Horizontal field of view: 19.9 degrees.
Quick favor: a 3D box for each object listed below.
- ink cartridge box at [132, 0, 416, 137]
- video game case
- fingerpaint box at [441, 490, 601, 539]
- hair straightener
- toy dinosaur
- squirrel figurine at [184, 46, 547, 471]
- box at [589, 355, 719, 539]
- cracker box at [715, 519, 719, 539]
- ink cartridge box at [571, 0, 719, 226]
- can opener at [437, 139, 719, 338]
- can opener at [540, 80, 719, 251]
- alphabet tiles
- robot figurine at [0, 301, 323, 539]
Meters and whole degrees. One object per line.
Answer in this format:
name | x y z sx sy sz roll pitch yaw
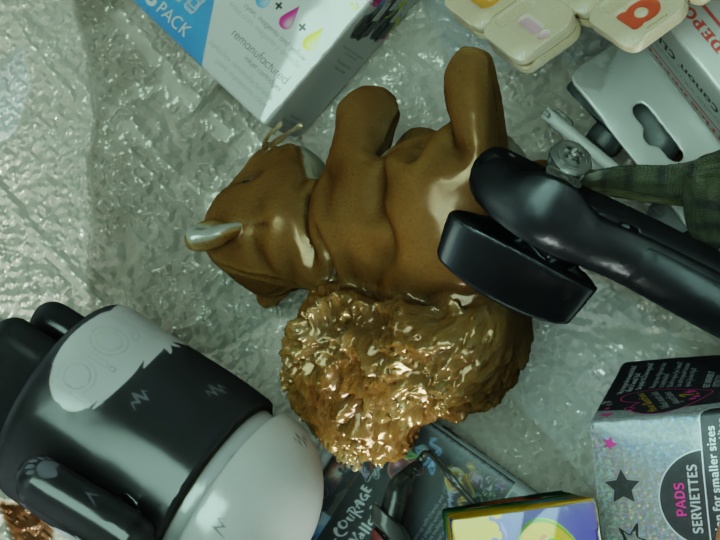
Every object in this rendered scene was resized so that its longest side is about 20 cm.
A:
ink cartridge box | -0.019 -0.189 1.155 0.115 0.068 0.200 43 97 14
video game case | 0.025 0.193 1.141 0.182 0.023 0.200 35 96 14
fingerpaint box | 0.087 0.214 1.012 0.073 0.167 0.201 -8 86 0
hair straightener | 0.031 0.199 1.115 0.077 0.041 0.201 10 83 -6
toy dinosaur | 0.180 -0.028 1.025 0.199 0.088 0.048 -5 41 25
squirrel figurine | 0.000 0.000 1.094 0.186 0.142 0.201 -5 69 22
box | 0.183 0.152 1.024 0.114 0.132 0.201 -6 98 16
cracker box | 0.245 0.161 0.932 0.058 0.199 0.134 8 83 58
ink cartridge box | 0.219 -0.126 1.063 0.200 0.068 0.117 -36 77 -4
can opener | 0.139 -0.003 0.997 0.199 0.063 0.079 21 121 -3
can opener | 0.176 -0.031 1.099 0.200 0.053 0.066 45 99 13
alphabet tiles | 0.142 -0.178 1.067 0.200 0.015 0.196 -36 34 -5
robot figurine | -0.116 0.100 1.105 0.200 0.125 0.150 32 60 12
